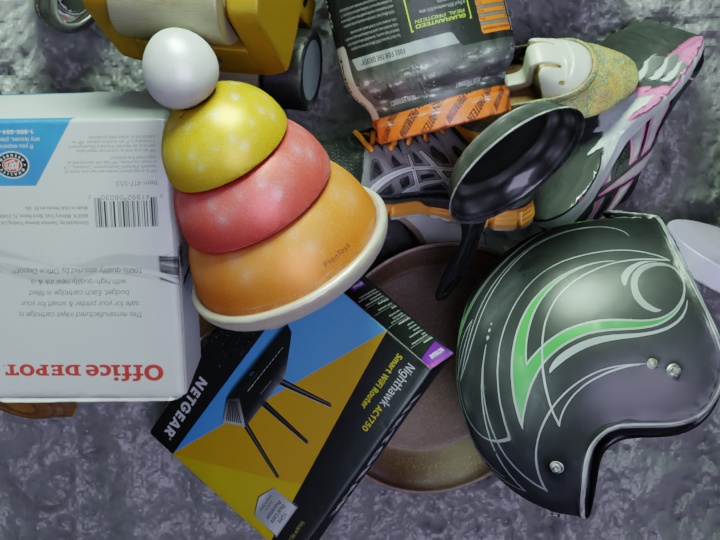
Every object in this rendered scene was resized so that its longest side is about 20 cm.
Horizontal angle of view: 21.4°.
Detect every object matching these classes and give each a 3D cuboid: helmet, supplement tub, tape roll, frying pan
[{"bbox_3d":[0.160,0.069,1.371,0.189,0.200,0.201,-24,111,6],"label":"helmet"},{"bbox_3d":[0.035,-0.195,1.304,0.122,0.122,0.202,-14,93,-12],"label":"supplement tub"},{"bbox_3d":[0.000,0.000,1.462,0.201,0.037,0.205,-4,107,-15],"label":"tape roll"},{"bbox_3d":[0.102,-0.058,1.345,0.114,0.190,0.031,-29,67,-18],"label":"frying pan"}]

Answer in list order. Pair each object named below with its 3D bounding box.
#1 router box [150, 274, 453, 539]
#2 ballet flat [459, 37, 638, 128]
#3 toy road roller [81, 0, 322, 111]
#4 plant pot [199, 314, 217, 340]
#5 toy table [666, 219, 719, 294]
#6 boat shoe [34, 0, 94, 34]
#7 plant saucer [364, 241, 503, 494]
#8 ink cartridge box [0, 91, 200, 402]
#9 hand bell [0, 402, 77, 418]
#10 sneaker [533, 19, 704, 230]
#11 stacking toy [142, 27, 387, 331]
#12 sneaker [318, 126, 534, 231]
[{"bbox_3d":[-0.046,0.090,1.393,0.149,0.051,0.201,40,117,11],"label":"router box"},{"bbox_3d":[0.111,-0.143,1.416,0.198,0.071,0.071,-7,108,0],"label":"ballet flat"},{"bbox_3d":[-0.095,-0.204,1.301,0.122,0.200,0.147,7,76,15],"label":"toy road roller"},{"bbox_3d":[-0.174,-0.030,1.394,0.198,0.028,0.202,-2,107,-7],"label":"plant pot"},{"bbox_3d":[0.332,-0.038,1.482,0.199,0.183,0.118,4,118,-56],"label":"toy table"},{"bbox_3d":[-0.161,-0.252,1.331,0.067,0.057,0.201,31,95,-22],"label":"boat shoe"},{"bbox_3d":[0.056,0.071,1.460,0.199,0.037,0.202,-5,107,-15],"label":"plant saucer"},{"bbox_3d":[-0.191,-0.018,1.326,0.145,0.086,0.202,0,109,4],"label":"ink cartridge box"},{"bbox_3d":[-0.296,0.076,1.382,0.199,0.104,0.105,17,100,-33],"label":"hand bell"},{"bbox_3d":[0.195,-0.104,1.480,0.200,0.080,0.086,-49,146,-8],"label":"sneaker"},{"bbox_3d":[-0.080,-0.075,1.244,0.145,0.146,0.201,-31,119,-6],"label":"stacking toy"},{"bbox_3d":[0.038,-0.081,1.385,0.198,0.078,0.078,4,113,-21],"label":"sneaker"}]
